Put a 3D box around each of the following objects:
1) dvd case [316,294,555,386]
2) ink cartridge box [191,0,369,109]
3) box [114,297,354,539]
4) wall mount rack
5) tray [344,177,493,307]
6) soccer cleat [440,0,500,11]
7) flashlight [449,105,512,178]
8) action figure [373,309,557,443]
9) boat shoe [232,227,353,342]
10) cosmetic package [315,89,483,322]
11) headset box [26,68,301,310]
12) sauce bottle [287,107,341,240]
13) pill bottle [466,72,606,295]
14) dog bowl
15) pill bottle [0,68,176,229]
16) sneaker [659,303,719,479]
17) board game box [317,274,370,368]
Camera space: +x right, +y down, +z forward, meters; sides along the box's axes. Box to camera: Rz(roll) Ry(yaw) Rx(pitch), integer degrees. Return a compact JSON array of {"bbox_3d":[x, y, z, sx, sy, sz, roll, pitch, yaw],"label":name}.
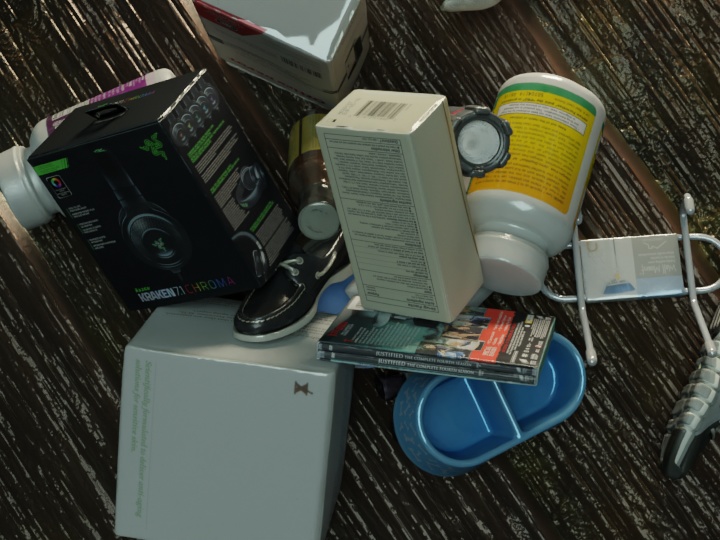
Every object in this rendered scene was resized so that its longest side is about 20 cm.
[{"bbox_3d":[0.073,0.062,1.372,0.199,0.146,0.022,7,108,11],"label":"dvd case"},{"bbox_3d":[-0.072,-0.241,1.461,0.146,0.200,0.083,25,84,4],"label":"ink cartridge box"},{"bbox_3d":[-0.115,0.147,1.422,0.199,0.171,0.200,8,107,4],"label":"box"},{"bbox_3d":[0.275,0.015,1.474,0.199,0.075,0.174,-5,71,3],"label":"wall mount rack"},{"bbox_3d":[0.088,-0.009,1.489,0.200,0.022,0.107,-43,91,-19],"label":"tray"},{"bbox_3d":[0.084,-0.353,1.479,0.086,0.070,0.201,-19,87,2],"label":"soccer cleat"},{"bbox_3d":[0.092,-0.127,1.442,0.068,0.200,0.068,29,90,-11],"label":"flashlight"},{"bbox_3d":[0.120,0.111,1.493,0.199,0.069,0.130,-14,78,-10],"label":"action figure"},{"bbox_3d":[-0.059,0.000,1.412,0.074,0.200,0.060,13,124,30],"label":"boat shoe"},{"bbox_3d":[0.038,-0.058,1.356,0.103,0.073,0.200,10,130,32],"label":"cosmetic package"},{"bbox_3d":[-0.184,-0.076,1.382,0.174,0.093,0.200,-10,122,35],"label":"headset box"},{"bbox_3d":[-0.041,-0.093,1.452,0.065,0.200,0.065,0,120,0],"label":"sauce bottle"},{"bbox_3d":[0.163,-0.082,1.456,0.112,0.113,0.200,17,70,4],"label":"pill bottle"},{"bbox_3d":[0.130,0.123,1.435,0.200,0.050,0.112,-25,90,-15],"label":"dog bowl"},{"bbox_3d":[-0.262,-0.117,1.506,0.200,0.112,0.113,-24,85,1],"label":"pill bottle"},{"bbox_3d":[0.381,0.130,1.474,0.115,0.075,0.200,24,87,2],"label":"sneaker"},{"bbox_3d":[0.000,0.000,1.521,0.158,0.039,0.200,42,82,6],"label":"board game box"}]
